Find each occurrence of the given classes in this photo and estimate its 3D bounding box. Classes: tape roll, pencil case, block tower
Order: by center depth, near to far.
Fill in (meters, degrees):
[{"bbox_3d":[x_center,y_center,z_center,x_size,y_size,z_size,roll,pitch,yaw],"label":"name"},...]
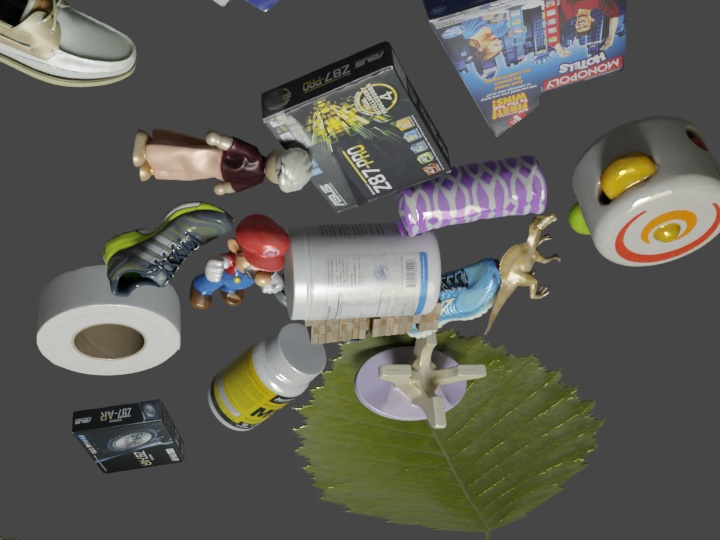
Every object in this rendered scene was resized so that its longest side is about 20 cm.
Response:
[{"bbox_3d":[0.141,-0.094,1.122,0.200,0.084,0.086,-10,138,-2],"label":"pencil case"},{"bbox_3d":[-0.363,0.076,1.256,0.202,0.071,0.203,-7,145,-5],"label":"tape roll"},{"bbox_3d":[0.013,0.062,1.259,0.200,0.054,0.058,-4,126,-12],"label":"block tower"}]

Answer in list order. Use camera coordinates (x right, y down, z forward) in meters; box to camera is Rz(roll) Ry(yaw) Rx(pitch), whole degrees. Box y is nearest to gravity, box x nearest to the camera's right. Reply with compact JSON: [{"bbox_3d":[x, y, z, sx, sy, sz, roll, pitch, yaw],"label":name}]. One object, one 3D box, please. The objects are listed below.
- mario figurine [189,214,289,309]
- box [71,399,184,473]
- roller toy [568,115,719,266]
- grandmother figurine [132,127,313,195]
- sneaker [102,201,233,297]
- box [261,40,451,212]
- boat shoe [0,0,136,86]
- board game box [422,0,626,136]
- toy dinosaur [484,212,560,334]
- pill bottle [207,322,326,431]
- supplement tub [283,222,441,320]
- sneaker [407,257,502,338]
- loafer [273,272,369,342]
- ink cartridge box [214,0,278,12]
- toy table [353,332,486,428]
[{"bbox_3d":[-0.157,0.008,1.159,0.106,0.123,0.200,43,140,-7],"label":"mario figurine"},{"bbox_3d":[-0.427,0.312,1.608,0.160,0.044,0.200,-7,146,-3],"label":"box"},{"bbox_3d":[0.382,-0.098,1.129,0.182,0.140,0.200,-7,145,-6],"label":"roller toy"},{"bbox_3d":[-0.154,-0.125,0.988,0.200,0.061,0.121,6,166,1],"label":"grandmother figurine"},{"bbox_3d":[-0.249,-0.022,1.130,0.200,0.081,0.074,-25,144,20],"label":"sneaker"},{"bbox_3d":[0.000,-0.162,1.019,0.161,0.049,0.200,-17,145,17],"label":"box"},{"bbox_3d":[-0.309,-0.231,0.815,0.200,0.075,0.068,8,148,-23],"label":"boat shoe"},{"bbox_3d":[0.180,-0.243,0.935,0.200,0.062,0.200,-14,147,6],"label":"board game box"},{"bbox_3d":[0.236,0.004,1.280,0.101,0.058,0.200,21,98,-43],"label":"toy dinosaur"},{"bbox_3d":[-0.153,0.173,1.413,0.114,0.114,0.200,19,137,-36],"label":"pill bottle"},{"bbox_3d":[0.000,0.000,1.183,0.200,0.132,0.132,-2,145,-10],"label":"supplement tub"},{"bbox_3d":[0.127,0.038,1.321,0.200,0.078,0.090,-32,135,27],"label":"sneaker"},{"bbox_3d":[-0.044,0.052,1.306,0.063,0.072,0.200,-36,137,24],"label":"loafer"},{"bbox_3d":[-0.095,-0.327,0.760,0.200,0.041,0.200,-34,139,32],"label":"ink cartridge box"},{"bbox_3d":[0.102,0.181,1.451,0.200,0.184,0.117,-11,164,-21],"label":"toy table"}]
